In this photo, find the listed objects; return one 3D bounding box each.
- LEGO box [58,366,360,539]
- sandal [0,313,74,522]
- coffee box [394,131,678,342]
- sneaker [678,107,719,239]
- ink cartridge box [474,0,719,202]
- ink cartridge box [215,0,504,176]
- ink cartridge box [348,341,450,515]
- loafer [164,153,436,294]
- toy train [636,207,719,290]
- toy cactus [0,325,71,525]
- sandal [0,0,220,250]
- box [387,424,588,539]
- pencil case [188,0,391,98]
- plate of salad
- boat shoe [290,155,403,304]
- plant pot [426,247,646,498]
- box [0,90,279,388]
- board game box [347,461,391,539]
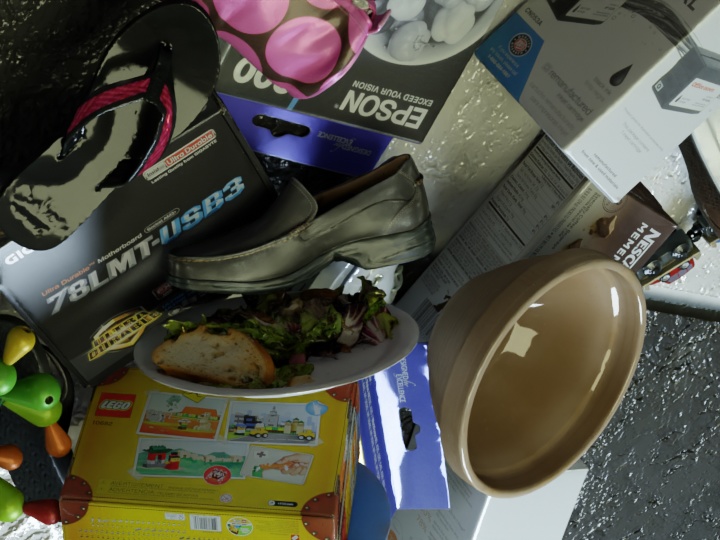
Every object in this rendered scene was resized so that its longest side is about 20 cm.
[{"bbox_3d":[-0.107,0.149,1.572,0.200,0.149,0.077,4,128,5],"label":"LEGO box"},{"bbox_3d":[-0.242,0.101,1.598,0.048,0.075,0.200,-51,147,-39],"label":"sandal"},{"bbox_3d":[0.140,-0.004,1.718,0.113,0.080,0.200,29,107,-40],"label":"coffee box"},{"bbox_3d":[0.307,-0.095,1.734,0.085,0.073,0.200,-33,123,-10],"label":"sneaker"},{"bbox_3d":[0.206,-0.173,1.576,0.200,0.145,0.084,-43,134,7],"label":"ink cartridge box"},{"bbox_3d":[-0.018,-0.154,1.533,0.198,0.043,0.200,12,120,-36],"label":"ink cartridge box"},{"bbox_3d":[-0.038,0.137,1.686,0.200,0.047,0.198,0,134,10],"label":"ink cartridge box"},{"bbox_3d":[-0.045,-0.032,1.523,0.200,0.073,0.072,-14,111,-21],"label":"loafer"},{"bbox_3d":[0.260,-0.010,1.815,0.200,0.034,0.046,-33,137,-3],"label":"toy train"},{"bbox_3d":[-0.289,0.094,1.504,0.165,0.102,0.200,1,127,17],"label":"toy cactus"},{"bbox_3d":[-0.159,-0.087,1.390,0.075,0.045,0.200,37,101,-22],"label":"sandal"},{"bbox_3d":[0.097,0.211,1.834,0.097,0.124,0.200,-3,126,-29],"label":"box"},{"bbox_3d":[-0.077,-0.204,1.391,0.200,0.094,0.091,38,57,-26],"label":"pencil case"},{"bbox_3d":[-0.059,0.040,1.501,0.200,0.200,0.048,-12,110,-22],"label":"plate of salad"},{"bbox_3d":[0.000,0.000,1.639,0.067,0.074,0.200,29,122,-14],"label":"boat shoe"},{"bbox_3d":[0.116,0.063,1.620,0.201,0.093,0.201,-29,136,-33],"label":"plant pot"},{"bbox_3d":[-0.156,-0.025,1.523,0.200,0.050,0.199,-33,149,-3],"label":"box"},{"bbox_3d":[-0.076,0.204,1.614,0.200,0.158,0.039,0,124,9],"label":"board game box"}]
